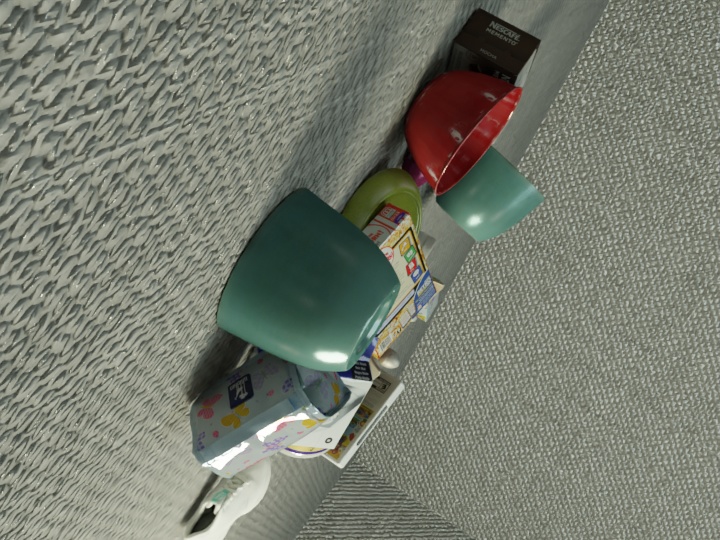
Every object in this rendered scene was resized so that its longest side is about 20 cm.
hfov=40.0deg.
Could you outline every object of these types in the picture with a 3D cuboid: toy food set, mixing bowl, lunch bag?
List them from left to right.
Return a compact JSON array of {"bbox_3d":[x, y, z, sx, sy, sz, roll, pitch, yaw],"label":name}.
[{"bbox_3d":[-0.120,0.175,1.288,0.170,0.127,0.200,-33,180,12],"label":"lunch bag"},{"bbox_3d":[0.061,0.112,1.681,0.200,0.060,0.144,-50,180,-26],"label":"toy food set"},{"bbox_3d":[0.137,-0.224,1.478,0.200,0.108,0.200,-48,170,-11],"label":"mixing bowl"}]

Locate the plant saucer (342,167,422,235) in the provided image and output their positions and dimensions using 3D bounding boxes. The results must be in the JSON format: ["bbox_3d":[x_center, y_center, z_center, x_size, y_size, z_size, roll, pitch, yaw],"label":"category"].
[{"bbox_3d":[0.035,-0.058,1.518,0.200,0.031,0.200,-33,137,-36],"label":"plant saucer"}]

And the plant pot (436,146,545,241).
[{"bbox_3d":[0.254,-0.160,2.057,0.161,0.201,0.201,-46,172,8],"label":"plant pot"}]

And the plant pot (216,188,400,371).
[{"bbox_3d":[-0.050,0.028,1.194,0.201,0.161,0.201,-55,170,-14],"label":"plant pot"}]

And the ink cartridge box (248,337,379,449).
[{"bbox_3d":[-0.086,0.176,1.474,0.200,0.199,0.041,-64,-146,24],"label":"ink cartridge box"}]

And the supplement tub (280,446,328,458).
[{"bbox_3d":[-0.079,0.198,1.629,0.145,0.145,0.200,-48,166,-47],"label":"supplement tub"}]

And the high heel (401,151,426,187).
[{"bbox_3d":[0.131,-0.188,1.696,0.200,0.067,0.096,-26,137,-64],"label":"high heel"}]

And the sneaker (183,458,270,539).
[{"bbox_3d":[-0.226,0.386,1.680,0.200,0.075,0.089,-54,158,-17],"label":"sneaker"}]

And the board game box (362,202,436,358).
[{"bbox_3d":[0.036,0.019,1.503,0.152,0.046,0.200,-47,144,-20],"label":"board game box"}]

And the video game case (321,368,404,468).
[{"bbox_3d":[-0.046,0.231,1.762,0.182,0.200,0.023,-51,138,-14],"label":"video game case"}]

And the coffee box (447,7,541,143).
[{"bbox_3d":[0.200,-0.304,1.570,0.080,0.113,0.200,-55,171,-22],"label":"coffee box"}]

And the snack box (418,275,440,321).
[{"bbox_3d":[0.082,0.028,1.925,0.053,0.142,0.200,-57,171,-10],"label":"snack box"}]

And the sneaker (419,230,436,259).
[{"bbox_3d":[0.029,0.004,1.674,0.200,0.116,0.074,-59,-177,-6],"label":"sneaker"}]
